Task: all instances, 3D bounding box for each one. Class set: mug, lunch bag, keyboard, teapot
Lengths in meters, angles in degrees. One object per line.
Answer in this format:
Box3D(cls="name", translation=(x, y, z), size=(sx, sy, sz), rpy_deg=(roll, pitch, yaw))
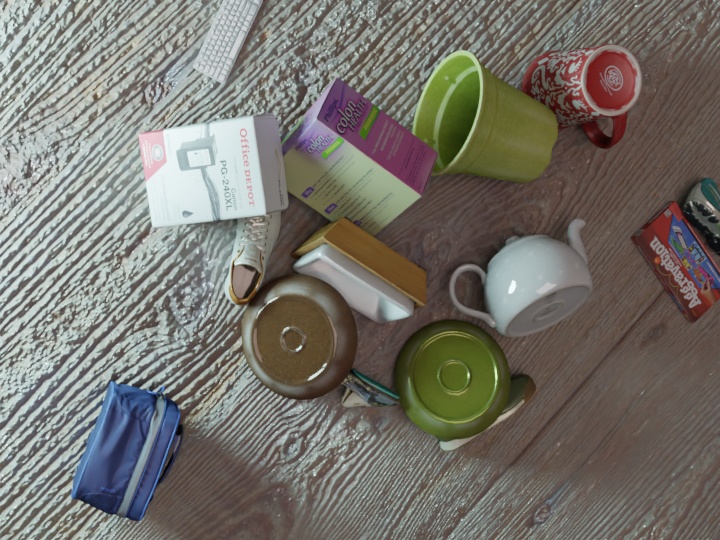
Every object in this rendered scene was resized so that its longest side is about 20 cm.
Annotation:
Box3D(cls="mug", translation=(0.381, -0.294, 1.591), size=(0.175, 0.200, 0.135), rpy_deg=(23, 89, -15))
Box3D(cls="lunch bag", translation=(-0.348, 0.270, 1.495), size=(0.131, 0.136, 0.203), rpy_deg=(22, 89, -16))
Box3D(cls="keyboard", translation=(-0.197, -0.397, 1.531), size=(0.056, 0.011, 0.203), rpy_deg=(25, 89, -15))
Box3D(cls="teapot", translation=(0.278, 0.010, 1.625), size=(0.198, 0.197, 0.148), rpy_deg=(1, 55, -45))

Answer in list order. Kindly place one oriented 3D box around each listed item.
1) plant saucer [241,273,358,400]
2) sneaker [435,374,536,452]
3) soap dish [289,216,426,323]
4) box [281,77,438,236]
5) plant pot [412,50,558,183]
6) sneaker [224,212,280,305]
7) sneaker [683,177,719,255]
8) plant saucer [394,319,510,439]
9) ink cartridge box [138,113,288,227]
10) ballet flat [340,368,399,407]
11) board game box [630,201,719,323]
Box3D(cls="plant saucer", translation=(-0.103, 0.109, 1.548), size=(0.197, 0.037, 0.205), rpy_deg=(1, 95, 13))
Box3D(cls="sneaker", translation=(0.202, 0.220, 1.664), size=(0.199, 0.067, 0.091), rpy_deg=(-33, 108, -6))
Box3D(cls="soap dish", translation=(0.000, 0.000, 1.553), size=(0.198, 0.157, 0.082), rpy_deg=(33, 71, -15))
Box3D(cls="box", translation=(-0.014, -0.164, 1.505), size=(0.198, 0.176, 0.098), rpy_deg=(33, 54, -15))
Box3D(cls="plant pot", translation=(0.211, -0.228, 1.573), size=(0.182, 0.200, 0.204), rpy_deg=(14, 92, -26))
Box3D(cls="sneaker", translation=(-0.164, -0.042, 1.537), size=(0.072, 0.085, 0.204), rpy_deg=(11, 91, -13))
Box3D(cls="sneaker", translation=(0.665, -0.084, 1.751), size=(0.200, 0.077, 0.080), rpy_deg=(43, 66, -21))
Box3D(cls="plant saucer", translation=(0.156, 0.178, 1.627), size=(0.196, 0.031, 0.204), rpy_deg=(0, 75, -2))
Box3D(cls="ink cartridge box", translation=(-0.220, -0.150, 1.466), size=(0.196, 0.083, 0.148), rpy_deg=(-5, 97, 20))
Box3D(cls="ballet flat", translation=(-0.030, 0.184, 1.605), size=(0.198, 0.074, 0.075), rpy_deg=(34, 87, -6))
Box3D(cls="board game box", translation=(0.583, -0.014, 1.764), size=(0.103, 0.019, 0.201), rpy_deg=(-40, 103, -6))
